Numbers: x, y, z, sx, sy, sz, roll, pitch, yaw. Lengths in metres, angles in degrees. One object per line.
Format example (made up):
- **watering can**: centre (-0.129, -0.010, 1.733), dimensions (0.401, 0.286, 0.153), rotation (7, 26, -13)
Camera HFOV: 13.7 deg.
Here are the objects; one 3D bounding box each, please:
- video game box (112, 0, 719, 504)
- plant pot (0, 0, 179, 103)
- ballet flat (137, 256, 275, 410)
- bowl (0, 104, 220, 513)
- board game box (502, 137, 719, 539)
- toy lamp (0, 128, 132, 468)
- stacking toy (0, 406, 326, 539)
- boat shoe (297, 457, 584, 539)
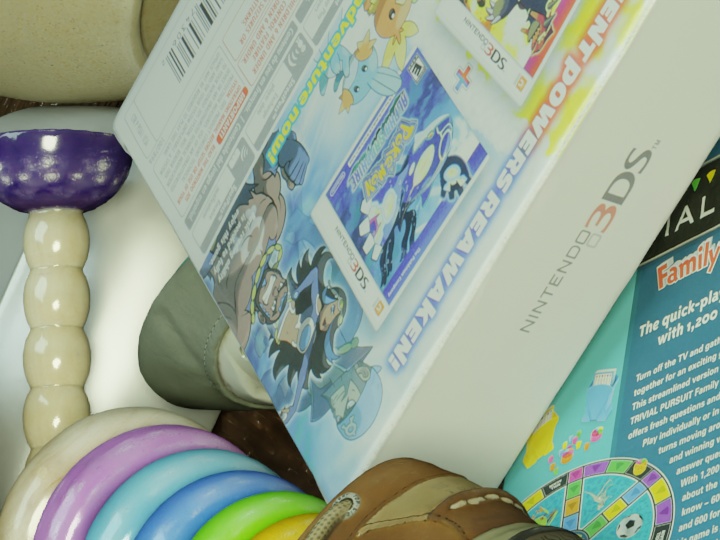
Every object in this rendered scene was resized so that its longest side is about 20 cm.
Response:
- **video game box**: centre (0.024, -0.065, 0.744), dimensions (0.200, 0.047, 0.182), rotation (-59, 34, 21)
- **plant pot**: centre (-0.090, -0.136, 1.047), dimensions (0.134, 0.200, 0.201), rotation (38, 101, 28)
- **ballet flat**: centre (0.000, 0.000, 0.859), dimensions (0.200, 0.067, 0.064), rotation (-43, 42, 35)
- **bowl**: centre (-0.120, 0.029, 1.039), dimensions (0.200, 0.074, 0.201), rotation (15, 80, 64)
- **board game box**: centre (0.091, 0.053, 0.663), dimensions (0.151, 0.047, 0.201), rotation (-29, 41, 49)
- **toy lamp**: centre (-0.092, 0.059, 0.923), dimensions (0.058, 0.058, 0.201), rotation (-13, 77, 57)
- **stacking toy**: centre (-0.023, 0.094, 0.802), dimensions (0.200, 0.085, 0.086), rotation (14, 78, 59)
- **boat shoe**: centre (-0.024, 0.128, 0.646), dimensions (0.200, 0.076, 0.074), rotation (-51, 47, -1)
